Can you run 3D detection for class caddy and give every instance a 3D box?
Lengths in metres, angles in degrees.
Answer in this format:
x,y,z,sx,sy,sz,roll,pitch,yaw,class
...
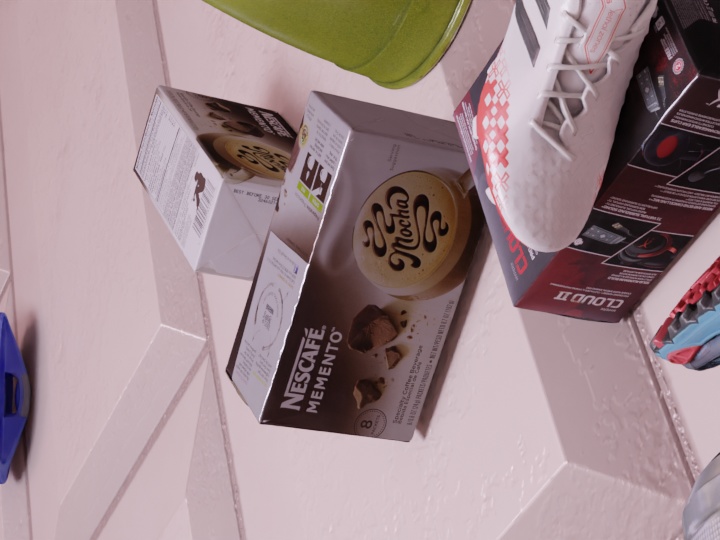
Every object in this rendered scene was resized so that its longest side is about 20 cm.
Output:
x,y,z,sx,sy,sz,roll,pitch,yaw,class
-0.431,0.146,1.937,0.142,0.104,0.201,103,165,-65,caddy

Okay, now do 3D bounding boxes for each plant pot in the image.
x,y,z,sx,sy,sz,roll,pitch,yaw,class
-0.041,-0.245,1.176,0.200,0.192,0.202,-31,54,56,plant pot

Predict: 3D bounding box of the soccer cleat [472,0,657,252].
x,y,z,sx,sy,sz,roll,pitch,yaw,class
0.105,-0.110,0.812,0.085,0.068,0.201,-7,71,66,soccer cleat

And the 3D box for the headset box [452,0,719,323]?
x,y,z,sx,sy,sz,roll,pitch,yaw,class
0.131,-0.079,0.905,0.200,0.075,0.149,-55,37,41,headset box

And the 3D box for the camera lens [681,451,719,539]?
x,y,z,sx,sy,sz,roll,pitch,yaw,class
0.203,0.148,0.587,0.160,0.159,0.201,-44,44,51,camera lens

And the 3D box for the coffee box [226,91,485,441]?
x,y,z,sx,sy,sz,roll,pitch,yaw,class
0.000,0.000,1.084,0.080,0.112,0.201,47,123,58,coffee box

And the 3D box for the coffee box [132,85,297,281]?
x,y,z,sx,sy,sz,roll,pitch,yaw,class
-0.094,-0.066,1.314,0.200,0.112,0.080,52,127,57,coffee box

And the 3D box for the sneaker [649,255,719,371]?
x,y,z,sx,sy,sz,roll,pitch,yaw,class
0.194,0.029,0.736,0.079,0.096,0.200,-45,-3,-11,sneaker
